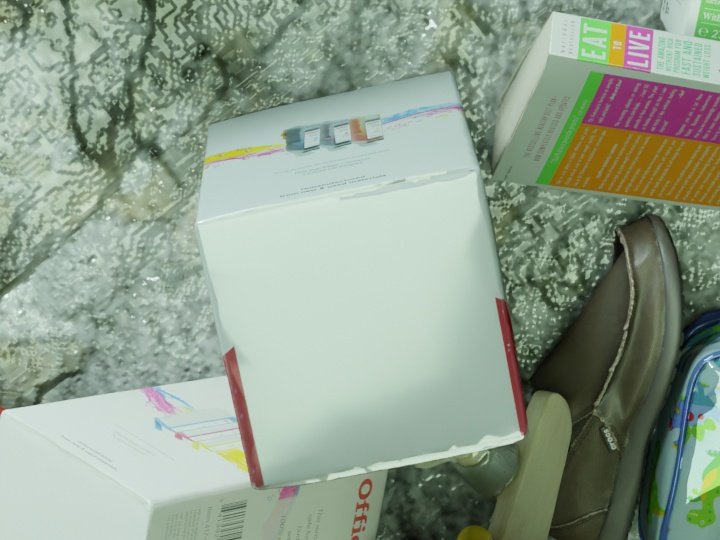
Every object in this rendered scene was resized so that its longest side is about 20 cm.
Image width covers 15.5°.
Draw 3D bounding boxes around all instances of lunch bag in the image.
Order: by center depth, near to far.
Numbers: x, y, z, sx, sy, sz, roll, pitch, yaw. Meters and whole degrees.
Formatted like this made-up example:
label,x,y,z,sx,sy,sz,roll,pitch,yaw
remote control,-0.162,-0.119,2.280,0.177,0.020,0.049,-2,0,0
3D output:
label,x,y,z,sx,sy,sz,roll,pitch,yaw
lunch bag,0.258,0.114,1.472,0.198,0.083,0.162,6,106,-5

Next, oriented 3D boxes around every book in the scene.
label,x,y,z,sx,sy,sz,roll,pitch,yaw
book,0.180,-0.077,1.384,0.199,0.134,0.048,10,68,-7

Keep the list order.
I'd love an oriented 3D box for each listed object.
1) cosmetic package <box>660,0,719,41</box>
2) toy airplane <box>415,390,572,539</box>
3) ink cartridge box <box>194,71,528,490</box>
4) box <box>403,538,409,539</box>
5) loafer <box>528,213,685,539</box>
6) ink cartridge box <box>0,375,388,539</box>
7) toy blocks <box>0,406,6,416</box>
label,x,y,z,sx,sy,sz,roll,pitch,yaw
cosmetic package,0.228,-0.210,1.370,0.107,0.085,0.201,8,108,-3
toy airplane,0.060,0.185,1.393,0.140,0.200,0.200,13,121,18
ink cartridge box,0.000,0.000,1.363,0.144,0.200,0.146,-11,107,3
box,0.106,0.214,1.516,0.199,0.039,0.042,25,103,-10
loafer,0.129,0.065,1.454,0.070,0.073,0.201,9,106,-6
ink cartridge box,-0.086,0.142,1.406,0.199,0.125,0.129,-7,114,-46
toy blocks,-0.262,0.121,1.430,0.199,0.100,0.138,-6,81,-21
